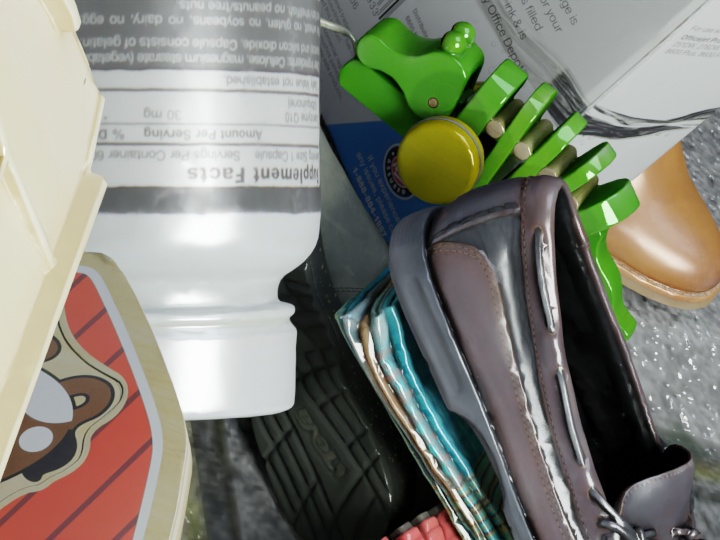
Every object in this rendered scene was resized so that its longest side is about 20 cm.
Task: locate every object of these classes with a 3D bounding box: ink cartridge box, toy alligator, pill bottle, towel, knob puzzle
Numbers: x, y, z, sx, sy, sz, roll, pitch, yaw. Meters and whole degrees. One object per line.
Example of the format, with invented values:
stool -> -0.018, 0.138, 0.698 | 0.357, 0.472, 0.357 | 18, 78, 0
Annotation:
ink cartridge box -> 0.073, -0.109, 0.990 | 0.084, 0.200, 0.145 | 0, 59, -44
toy alligator -> 0.038, -0.059, 0.892 | 0.200, 0.054, 0.059 | 46, 27, 0
pill bottle -> -0.068, -0.055, 0.815 | 0.113, 0.113, 0.201 | -1, 93, -45
towel -> 0.069, 0.074, 0.898 | 0.201, 0.022, 0.147 | 60, 26, -8
knob puzzle -> -0.133, 0.051, 0.655 | 0.218, 0.031, 0.220 | -5, 42, 4

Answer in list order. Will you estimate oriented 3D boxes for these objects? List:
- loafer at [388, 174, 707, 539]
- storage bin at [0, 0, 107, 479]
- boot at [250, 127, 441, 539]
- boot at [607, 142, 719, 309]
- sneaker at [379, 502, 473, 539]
loafer -> 0.080, 0.062, 0.833 | 0.201, 0.063, 0.072 | 61, 26, -8
storage bin -> -0.183, -0.001, 0.622 | 0.094, 0.199, 0.199 | 71, 24, -43
boot -> 0.000, 0.000, 0.928 | 0.130, 0.067, 0.201 | -19, 90, -54
boot -> 0.128, -0.097, 1.072 | 0.077, 0.155, 0.201 | -18, 72, -51
sneaker -> -0.004, 0.140, 0.801 | 0.200, 0.078, 0.082 | -23, 77, -51
